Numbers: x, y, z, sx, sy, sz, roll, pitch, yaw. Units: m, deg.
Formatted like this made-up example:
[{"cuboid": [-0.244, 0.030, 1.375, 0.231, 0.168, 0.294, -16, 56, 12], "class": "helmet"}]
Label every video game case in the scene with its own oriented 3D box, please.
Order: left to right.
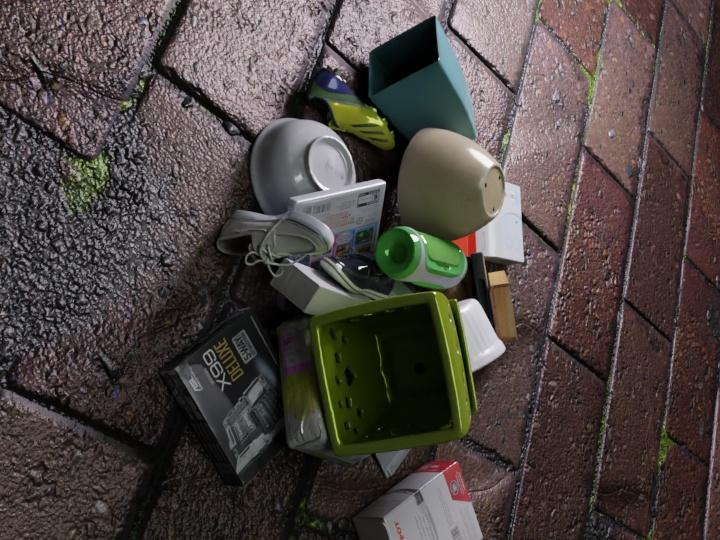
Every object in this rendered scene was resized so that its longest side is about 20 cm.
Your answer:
[{"cuboid": [-0.045, -0.043, 1.311, 0.198, 0.024, 0.185, -18, 126, -43], "class": "video game case"}, {"cuboid": [0.229, 0.064, 1.520, 0.200, 0.025, 0.184, 17, 64, -80], "class": "video game case"}]

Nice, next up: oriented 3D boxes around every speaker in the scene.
[{"cuboid": [0.103, -0.018, 1.339, 0.199, 0.087, 0.090, 12, 72, -58], "class": "speaker"}]

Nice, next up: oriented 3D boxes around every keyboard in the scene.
[{"cuboid": [0.089, 0.270, 1.434, 0.200, 0.011, 0.057, -46, 119, -38], "class": "keyboard"}]

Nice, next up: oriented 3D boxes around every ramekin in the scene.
[{"cuboid": [0.128, 0.124, 1.354, 0.199, 0.199, 0.099, -24, 89, -42], "class": "ramekin"}]

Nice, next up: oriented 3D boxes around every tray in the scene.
[{"cuboid": [0.257, 0.062, 1.504, 0.200, 0.036, 0.100, -35, 116, -80], "class": "tray"}]

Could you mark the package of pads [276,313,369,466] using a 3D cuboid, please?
[{"cuboid": [-0.055, 0.178, 1.232, 0.154, 0.067, 0.203, 34, 41, -53], "class": "package of pads"}]

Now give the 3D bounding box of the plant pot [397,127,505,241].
[{"cuboid": [0.170, -0.140, 1.417, 0.199, 0.133, 0.204, -18, 112, -53], "class": "plant pot"}]

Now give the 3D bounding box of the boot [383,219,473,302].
[{"cuboid": [0.121, 0.025, 1.474, 0.199, 0.066, 0.177, 31, 40, -36], "class": "boot"}]

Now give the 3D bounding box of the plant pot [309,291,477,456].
[{"cuboid": [0.062, 0.142, 1.182, 0.181, 0.196, 0.203, 2, 77, -69], "class": "plant pot"}]

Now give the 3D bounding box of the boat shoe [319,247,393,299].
[{"cuboid": [0.000, 0.000, 1.310, 0.063, 0.074, 0.199, -54, 151, 9], "class": "boat shoe"}]

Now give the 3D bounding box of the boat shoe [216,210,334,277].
[{"cuboid": [-0.133, -0.036, 1.176, 0.087, 0.200, 0.075, -58, 140, -30], "class": "boat shoe"}]

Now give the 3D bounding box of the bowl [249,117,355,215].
[{"cuboid": [-0.074, -0.158, 1.326, 0.199, 0.090, 0.205, 10, 75, -40], "class": "bowl"}]

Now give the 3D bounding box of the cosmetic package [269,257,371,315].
[{"cuboid": [-0.047, 0.042, 1.268, 0.051, 0.082, 0.199, -56, 147, 7], "class": "cosmetic package"}]

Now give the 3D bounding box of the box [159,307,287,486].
[{"cuboid": [-0.175, 0.180, 1.189, 0.157, 0.049, 0.202, -39, 108, -41], "class": "box"}]

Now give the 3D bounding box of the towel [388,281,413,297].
[{"cuboid": [0.065, 0.131, 1.439, 0.152, 0.023, 0.202, 43, 54, -29], "class": "towel"}]

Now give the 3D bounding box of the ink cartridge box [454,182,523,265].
[{"cuboid": [0.246, -0.104, 1.634, 0.198, 0.047, 0.163, 11, 74, -43], "class": "ink cartridge box"}]

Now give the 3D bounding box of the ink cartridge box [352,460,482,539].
[{"cuboid": [0.097, 0.427, 1.363, 0.199, 0.082, 0.149, -23, 96, -43], "class": "ink cartridge box"}]

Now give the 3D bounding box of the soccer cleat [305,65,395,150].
[{"cuboid": [-0.018, -0.266, 1.432, 0.200, 0.065, 0.084, 40, 86, -34], "class": "soccer cleat"}]

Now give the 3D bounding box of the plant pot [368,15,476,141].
[{"cuboid": [0.124, -0.315, 1.490, 0.200, 0.140, 0.143, 47, 31, -39], "class": "plant pot"}]
